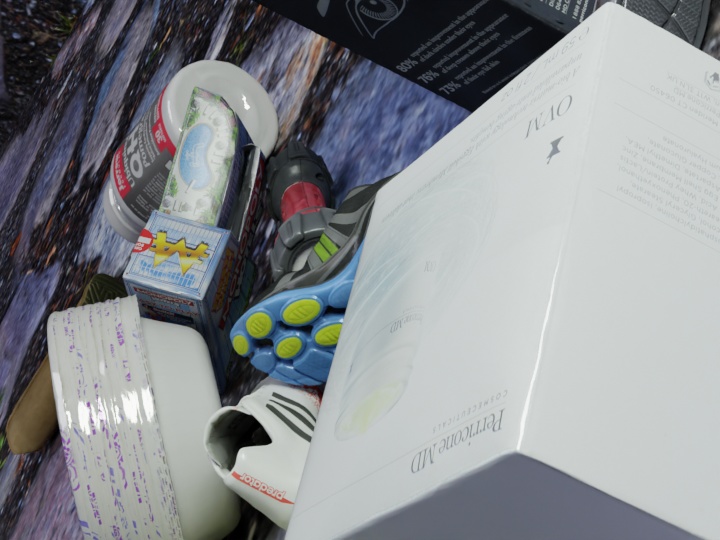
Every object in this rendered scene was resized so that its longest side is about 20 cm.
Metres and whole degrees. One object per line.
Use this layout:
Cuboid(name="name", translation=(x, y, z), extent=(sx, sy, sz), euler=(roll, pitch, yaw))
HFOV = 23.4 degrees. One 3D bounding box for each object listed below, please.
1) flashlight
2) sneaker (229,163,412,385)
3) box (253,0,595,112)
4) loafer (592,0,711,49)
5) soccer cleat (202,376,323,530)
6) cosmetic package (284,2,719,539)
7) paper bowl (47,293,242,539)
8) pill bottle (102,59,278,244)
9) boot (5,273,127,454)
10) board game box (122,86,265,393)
Cuboid(name="flashlight", translation=(-0.037, -0.038, 1.229), extent=(0.068, 0.068, 0.200), euler=(-42, 22, 12))
Cuboid(name="sneaker", translation=(0.000, 0.000, 1.067), extent=(0.199, 0.071, 0.083), euler=(-42, 16, 26))
Cuboid(name="box", translation=(0.033, -0.195, 1.019), extent=(0.148, 0.199, 0.105), euler=(-24, 43, 63))
Cuboid(name="loafer", translation=(0.154, -0.185, 0.885), extent=(0.063, 0.071, 0.201), euler=(157, 132, -70))
Cuboid(name="soccer cleat", translation=(-0.060, 0.102, 1.073), extent=(0.069, 0.085, 0.200), euler=(-61, 18, 9))
Cuboid(name="cosmetic package", translation=(0.077, 0.035, 0.720), extent=(0.199, 0.122, 0.201), euler=(-37, 33, 55))
Cuboid(name="paper bowl", translation=(-0.142, 0.116, 1.170), extent=(0.201, 0.104, 0.202), euler=(167, 90, -84))
Cuboid(name="pill bottle", translation=(-0.164, -0.099, 1.595), extent=(0.200, 0.110, 0.111), euler=(-41, 29, 52))
Cuboid(name="boot", translation=(-0.311, 0.121, 1.801), extent=(0.200, 0.066, 0.175), euler=(-54, 8, 27))
Cuboid(name="board game box", translation=(-0.114, -0.021, 1.271), extent=(0.200, 0.061, 0.202), euler=(71, -146, -81))
